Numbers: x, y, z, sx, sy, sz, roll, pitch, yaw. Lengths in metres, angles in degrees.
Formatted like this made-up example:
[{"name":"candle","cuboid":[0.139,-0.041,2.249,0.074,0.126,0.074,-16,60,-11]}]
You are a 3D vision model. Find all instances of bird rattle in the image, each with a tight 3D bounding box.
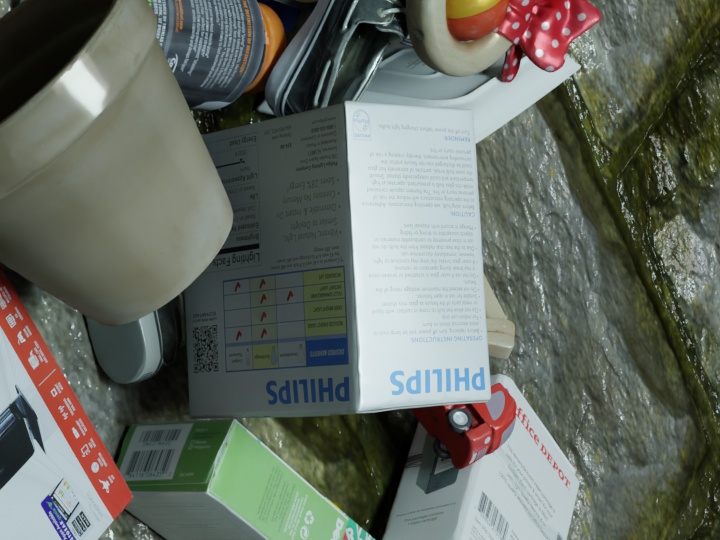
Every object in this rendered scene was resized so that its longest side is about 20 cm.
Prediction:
[{"name":"bird rattle","cuboid":[0.091,-0.215,1.495,0.163,0.112,0.201,-39,144,-28]}]

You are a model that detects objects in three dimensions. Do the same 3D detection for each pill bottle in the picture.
[{"name":"pill bottle","cuboid":[-0.140,-0.171,1.440,0.199,0.106,0.107,3,81,-53]}]

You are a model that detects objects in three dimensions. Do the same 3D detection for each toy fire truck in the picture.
[{"name":"toy fire truck","cuboid":[0.078,0.057,1.668,0.140,0.049,0.200,-25,64,-31]}]

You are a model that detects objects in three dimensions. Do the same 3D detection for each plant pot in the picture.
[{"name":"plant pot","cuboid":[-0.178,-0.064,1.280,0.174,0.199,0.201,52,46,-25]}]

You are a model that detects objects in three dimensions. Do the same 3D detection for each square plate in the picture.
[{"name":"square plate","cuboid":[0.049,-0.156,1.615,0.200,0.197,0.029,-37,130,-49]}]

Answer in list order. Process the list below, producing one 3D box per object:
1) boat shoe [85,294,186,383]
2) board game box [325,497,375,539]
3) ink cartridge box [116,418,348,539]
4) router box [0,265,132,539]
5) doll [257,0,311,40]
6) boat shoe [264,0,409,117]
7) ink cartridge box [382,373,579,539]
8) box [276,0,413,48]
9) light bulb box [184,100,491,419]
[{"name":"boat shoe","cuboid":[-0.165,-0.024,1.416,0.063,0.070,0.202,-22,109,-52]},{"name":"board game box","cuboid":[0.008,0.274,1.619,0.200,0.030,0.096,47,48,-41]},{"name":"ink cartridge box","cuboid":[-0.080,0.183,1.453,0.200,0.103,0.060,45,53,-38]},{"name":"router box","cuboid":[-0.252,0.124,1.281,0.180,0.049,0.201,-51,122,-45]},{"name":"doll","cuboid":[-0.101,-0.268,1.559,0.200,0.048,0.137,37,64,-36]},{"name":"boat shoe","cuboid":[0.008,-0.187,1.480,0.072,0.071,0.201,20,101,-56]},{"name":"ink cartridge box","cuboid":[0.102,0.211,1.684,0.146,0.083,0.201,54,36,-29]},{"name":"box","cuboid":[0.022,-0.263,1.535,0.199,0.161,0.044,13,31,-48]},{"name":"light bulb box","cuboid":[-0.022,-0.002,1.386,0.124,0.197,0.202,0,86,-39]}]
